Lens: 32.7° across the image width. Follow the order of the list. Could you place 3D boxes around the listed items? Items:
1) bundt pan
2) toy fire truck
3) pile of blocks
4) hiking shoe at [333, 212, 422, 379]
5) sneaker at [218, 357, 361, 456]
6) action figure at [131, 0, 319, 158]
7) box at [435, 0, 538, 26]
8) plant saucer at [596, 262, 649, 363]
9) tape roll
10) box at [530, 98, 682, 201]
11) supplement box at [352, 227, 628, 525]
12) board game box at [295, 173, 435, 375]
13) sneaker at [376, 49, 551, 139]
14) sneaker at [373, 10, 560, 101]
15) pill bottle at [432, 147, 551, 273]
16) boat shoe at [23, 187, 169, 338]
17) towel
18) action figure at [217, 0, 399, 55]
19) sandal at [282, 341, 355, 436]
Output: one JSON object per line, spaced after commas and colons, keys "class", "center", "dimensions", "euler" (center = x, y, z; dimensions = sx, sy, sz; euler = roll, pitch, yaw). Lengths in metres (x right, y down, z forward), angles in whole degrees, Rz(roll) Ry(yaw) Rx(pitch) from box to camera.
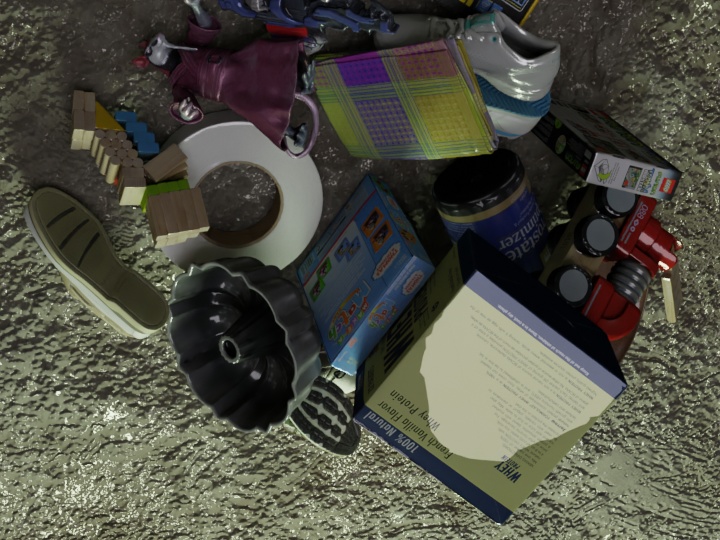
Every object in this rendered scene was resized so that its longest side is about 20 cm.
{"class": "bundt pan", "center": [-0.121, 0.072, 1.361], "dimensions": [0.075, 0.200, 0.204], "euler": [-30, 133, -45]}
{"class": "toy fire truck", "center": [0.301, 0.015, 1.399], "dimensions": [0.199, 0.129, 0.177], "euler": [33, 77, -11]}
{"class": "pile of blocks", "center": [-0.236, -0.107, 1.306], "dimensions": [0.082, 0.062, 0.201], "euler": [-36, 85, -27]}
{"class": "hiking shoe", "center": [0.022, 0.028, 1.426], "dimensions": [0.086, 0.074, 0.203], "euler": [8, 83, -19]}
{"class": "sneaker", "center": [-0.086, 0.157, 1.485], "dimensions": [0.199, 0.089, 0.077], "euler": [36, 67, -1]}
{"class": "action figure", "center": [-0.139, -0.208, 1.277], "dimensions": [0.198, 0.149, 0.136], "euler": [17, 88, 12]}
{"class": "box", "center": [0.119, -0.355, 1.290], "dimensions": [0.198, 0.050, 0.160], "euler": [26, 111, -26]}
{"class": "plant saucer", "center": [0.296, 0.045, 1.523], "dimensions": [0.199, 0.036, 0.203], "euler": [-28, 128, -43]}
{"class": "tape roll", "center": [-0.142, -0.080, 1.380], "dimensions": [0.200, 0.037, 0.205], "euler": [-6, 120, -11]}
{"class": "box", "center": [0.260, -0.139, 1.357], "dimensions": [0.109, 0.200, 0.035], "euler": [11, 112, -20]}
{"class": "supplement box", "center": [0.128, 0.108, 1.266], "dimensions": [0.199, 0.134, 0.200], "euler": [36, 107, -10]}
{"class": "board game box", "center": [0.000, 0.000, 1.367], "dimensions": [0.036, 0.201, 0.152], "euler": [29, 109, -27]}
{"class": "sneaker", "center": [0.105, -0.196, 1.356], "dimensions": [0.198, 0.077, 0.081], "euler": [20, 156, -6]}
{"class": "sneaker", "center": [0.114, -0.243, 1.284], "dimensions": [0.197, 0.076, 0.089], "euler": [13, 156, -1]}
{"class": "pill bottle", "center": [0.167, -0.033, 1.446], "dimensions": [0.111, 0.112, 0.201], "euler": [-27, 122, 1]}
{"class": "boat shoe", "center": [-0.302, 0.000, 1.358], "dimensions": [0.201, 0.075, 0.068], "euler": [50, 138, -12]}
{"class": "towel", "center": [0.045, -0.178, 1.311], "dimensions": [0.198, 0.023, 0.144], "euler": [-1, 132, 37]}
{"class": "action figure", "center": [-0.037, -0.304, 1.240], "dimensions": [0.198, 0.105, 0.195], "euler": [19, 125, 15]}
{"class": "sandal", "center": [-0.036, 0.128, 1.521], "dimensions": [0.081, 0.055, 0.201], "euler": [19, 126, -17]}
